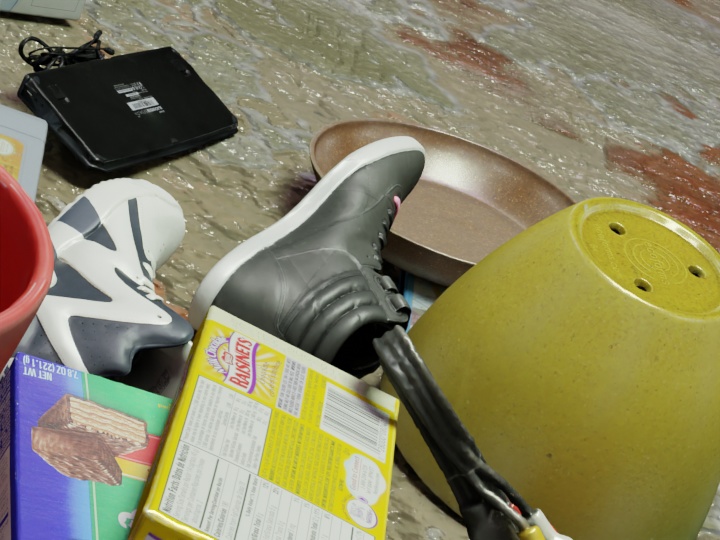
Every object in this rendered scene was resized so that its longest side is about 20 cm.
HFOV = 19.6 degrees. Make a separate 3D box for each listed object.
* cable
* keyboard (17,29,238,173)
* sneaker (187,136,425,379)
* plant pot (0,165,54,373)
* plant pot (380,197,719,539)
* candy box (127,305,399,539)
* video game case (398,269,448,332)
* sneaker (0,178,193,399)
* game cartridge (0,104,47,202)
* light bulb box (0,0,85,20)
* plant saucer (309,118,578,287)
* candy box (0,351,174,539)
[{"bbox_3d":[0.067,0.101,1.011,0.097,0.050,0.200,-98,163,-72],"label":"cable"},{"bbox_3d":[-0.159,-0.106,1.338,0.104,0.040,0.200,50,23,7],"label":"keyboard"},{"bbox_3d":[0.000,0.000,1.190,0.099,0.071,0.200,36,48,16],"label":"sneaker"},{"bbox_3d":[-0.237,0.039,0.791,0.200,0.178,0.201,21,25,-10],"label":"plant pot"},{"bbox_3d":[0.129,0.046,1.139,0.200,0.142,0.200,18,34,-13],"label":"plant pot"},{"bbox_3d":[-0.036,0.084,0.893,0.102,0.026,0.200,25,22,-6],"label":"candy box"},{"bbox_3d":[0.090,0.041,1.292,0.143,0.018,0.200,23,25,-7],"label":"video game case"},{"bbox_3d":[-0.117,0.029,1.046,0.129,0.080,0.199,34,26,15],"label":"sneaker"},{"bbox_3d":[-0.244,-0.055,1.146,0.133,0.042,0.200,23,24,-16],"label":"game cartridge"},{"bbox_3d":[-0.267,-0.289,1.391,0.200,0.199,0.125,2,32,-40],"label":"light bulb box"},{"bbox_3d":[0.057,-0.036,1.347,0.200,0.037,0.201,18,25,-8],"label":"plant saucer"},{"bbox_3d":[-0.079,0.136,0.871,0.169,0.077,0.200,18,26,-20],"label":"candy box"}]
